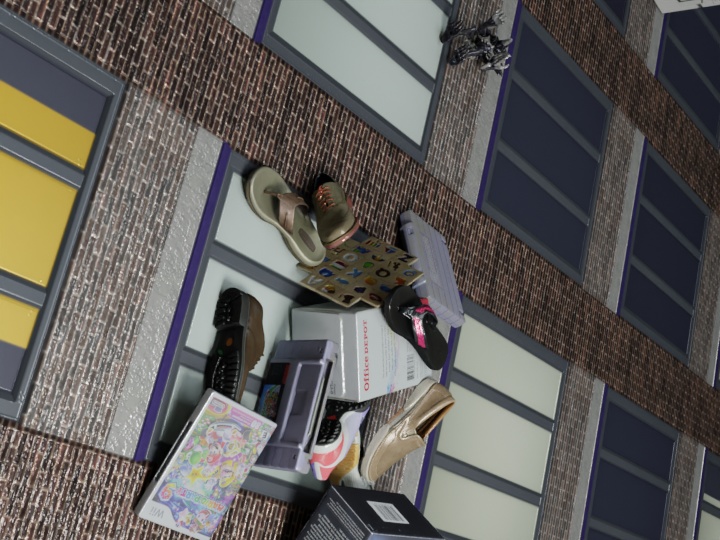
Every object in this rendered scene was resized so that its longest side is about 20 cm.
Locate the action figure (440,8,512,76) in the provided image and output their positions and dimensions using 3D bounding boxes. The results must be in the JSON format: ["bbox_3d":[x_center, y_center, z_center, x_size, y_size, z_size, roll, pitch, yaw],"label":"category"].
[{"bbox_3d":[0.252,-0.447,2.043,0.200,0.102,0.119,-13,88,-48],"label":"action figure"}]

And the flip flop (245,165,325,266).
[{"bbox_3d":[-0.109,-0.087,1.638,0.200,0.057,0.081,55,51,-27],"label":"flip flop"}]

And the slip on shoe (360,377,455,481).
[{"bbox_3d":[0.079,0.272,1.704,0.200,0.061,0.076,-49,148,-11],"label":"slip on shoe"}]

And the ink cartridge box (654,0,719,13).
[{"bbox_3d":[0.887,-0.774,2.722,0.084,0.199,0.147,37,63,-46],"label":"ink cartridge box"}]

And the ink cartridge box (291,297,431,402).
[{"bbox_3d":[0.003,0.124,1.702,0.200,0.144,0.146,-7,97,-51],"label":"ink cartridge box"}]

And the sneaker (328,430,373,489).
[{"bbox_3d":[-0.019,0.329,1.746,0.088,0.075,0.201,-23,112,-63],"label":"sneaker"}]

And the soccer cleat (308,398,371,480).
[{"bbox_3d":[-0.035,0.255,1.640,0.200,0.068,0.074,-47,140,-62],"label":"soccer cleat"}]

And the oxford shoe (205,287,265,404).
[{"bbox_3d":[-0.178,0.133,1.547,0.084,0.072,0.201,25,71,-49],"label":"oxford shoe"}]

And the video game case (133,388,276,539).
[{"bbox_3d":[-0.220,0.283,1.487,0.143,0.018,0.200,37,82,-44],"label":"video game case"}]

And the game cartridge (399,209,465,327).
[{"bbox_3d":[0.128,-0.004,1.877,0.129,0.038,0.201,30,38,-41],"label":"game cartridge"}]

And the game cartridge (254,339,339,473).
[{"bbox_3d":[-0.106,0.204,1.575,0.038,0.129,0.201,29,68,-41],"label":"game cartridge"}]

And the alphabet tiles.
[{"bbox_3d":[0.000,0.000,1.696,0.200,0.166,0.006,-33,140,-45],"label":"alphabet tiles"}]

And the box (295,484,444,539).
[{"bbox_3d":[-0.004,0.465,1.649,0.200,0.123,0.199,20,107,-47],"label":"box"}]

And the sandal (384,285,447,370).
[{"bbox_3d":[0.102,0.092,1.659,0.200,0.045,0.075,50,58,-40],"label":"sandal"}]

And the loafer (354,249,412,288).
[{"bbox_3d":[0.044,0.009,1.825,0.200,0.070,0.070,33,29,-43],"label":"loafer"}]

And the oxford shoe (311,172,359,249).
[{"bbox_3d":[-0.052,-0.096,1.651,0.075,0.070,0.200,57,6,-23],"label":"oxford shoe"}]
